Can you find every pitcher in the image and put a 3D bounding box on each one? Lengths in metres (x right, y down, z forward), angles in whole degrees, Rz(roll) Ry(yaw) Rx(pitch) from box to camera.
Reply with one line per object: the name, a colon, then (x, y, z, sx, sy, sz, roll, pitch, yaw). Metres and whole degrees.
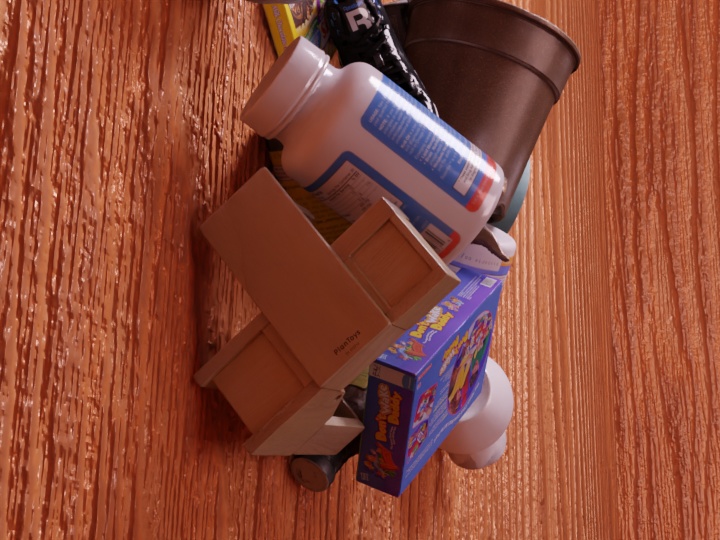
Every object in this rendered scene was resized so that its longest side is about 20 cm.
pitcher: (0.118, 0.145, 1.413, 0.200, 0.121, 0.172, 62, 7, -68)

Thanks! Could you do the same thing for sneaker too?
sneaker: (0.010, -0.198, 1.096, 0.112, 0.073, 0.200, 65, -1, -47)

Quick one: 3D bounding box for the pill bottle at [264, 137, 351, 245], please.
pill bottle: (-0.009, -0.054, 1.050, 0.114, 0.114, 0.200, -42, 119, -66)

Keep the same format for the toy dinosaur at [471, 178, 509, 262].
toy dinosaur: (0.057, -0.070, 1.146, 0.200, 0.136, 0.086, 43, 28, -7)

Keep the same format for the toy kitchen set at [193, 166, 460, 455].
toy kitchen set: (-0.030, 0.024, 0.942, 0.163, 0.200, 0.180, 51, 10, 20)

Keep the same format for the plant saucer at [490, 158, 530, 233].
plant saucer: (0.121, -0.083, 1.389, 0.036, 0.200, 0.200, 29, 51, -27)

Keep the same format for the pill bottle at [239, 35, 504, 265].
pill bottle: (0.008, -0.096, 0.930, 0.200, 0.112, 0.112, 37, 39, -15)

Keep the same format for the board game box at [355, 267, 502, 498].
board game box: (0.066, 0.099, 1.080, 0.200, 0.045, 0.135, -40, 143, -53)

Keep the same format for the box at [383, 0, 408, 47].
box: (0.063, -0.227, 1.413, 0.158, 0.048, 0.200, -44, 127, -64)

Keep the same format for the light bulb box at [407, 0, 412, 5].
light bulb box: (0.068, -0.407, 1.275, 0.200, 0.125, 0.199, 37, 30, -64)

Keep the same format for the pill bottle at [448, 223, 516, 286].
pill bottle: (0.086, 0.044, 1.253, 0.112, 0.112, 0.200, -23, 133, -69)

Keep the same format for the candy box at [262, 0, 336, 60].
candy box: (-0.046, -0.261, 1.152, 0.200, 0.026, 0.102, -68, 151, -51)

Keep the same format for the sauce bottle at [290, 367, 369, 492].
sauce bottle: (0.000, 0.129, 1.099, 0.200, 0.066, 0.066, -46, 130, -44)

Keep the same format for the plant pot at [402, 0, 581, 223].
plant pot: (0.117, -0.168, 1.268, 0.200, 0.200, 0.199, 35, 72, -65)

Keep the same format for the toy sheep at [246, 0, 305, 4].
toy sheep: (-0.074, -0.274, 0.919, 0.200, 0.138, 0.138, 31, 57, -66)
